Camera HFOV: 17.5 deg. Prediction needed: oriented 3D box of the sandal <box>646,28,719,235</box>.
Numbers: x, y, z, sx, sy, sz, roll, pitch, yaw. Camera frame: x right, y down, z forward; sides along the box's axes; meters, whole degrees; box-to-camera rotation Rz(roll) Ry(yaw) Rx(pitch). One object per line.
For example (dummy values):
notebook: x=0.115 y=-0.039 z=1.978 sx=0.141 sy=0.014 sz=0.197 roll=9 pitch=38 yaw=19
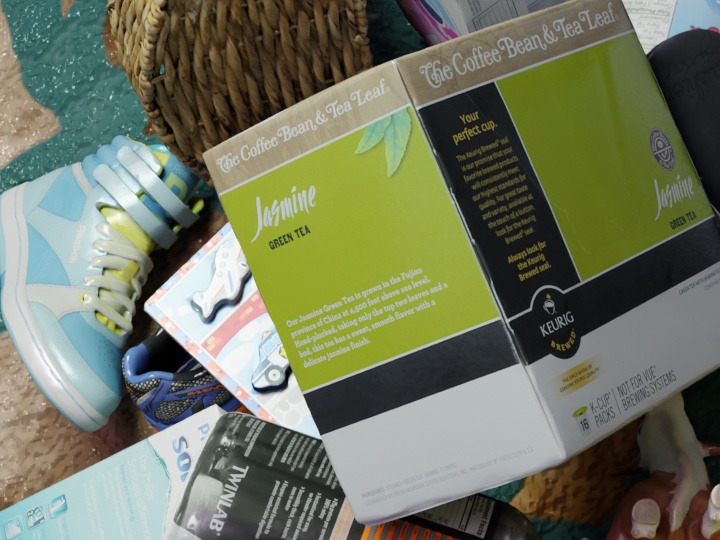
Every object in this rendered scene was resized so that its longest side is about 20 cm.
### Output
sandal: x=0.204 y=-0.029 z=1.186 sx=0.076 sy=0.043 sz=0.200 roll=-35 pitch=94 yaw=-8

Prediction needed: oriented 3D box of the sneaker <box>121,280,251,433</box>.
sneaker: x=-0.058 y=0.018 z=1.349 sx=0.200 sy=0.078 sz=0.075 roll=-48 pitch=55 yaw=1

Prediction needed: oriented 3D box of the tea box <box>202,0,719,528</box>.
tea box: x=0.064 y=-0.011 z=1.129 sx=0.133 sy=0.200 sz=0.197 roll=-22 pitch=90 yaw=40

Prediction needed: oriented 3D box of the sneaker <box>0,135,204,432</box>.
sneaker: x=-0.146 y=-0.006 z=1.396 sx=0.130 sy=0.080 sz=0.200 roll=-31 pitch=47 yaw=12

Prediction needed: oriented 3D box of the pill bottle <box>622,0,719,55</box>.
pill bottle: x=0.168 y=-0.108 z=1.268 sx=0.108 sy=0.109 sz=0.201 roll=5 pitch=71 yaw=30

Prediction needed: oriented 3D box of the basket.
basket: x=-0.080 y=-0.165 z=1.360 sx=0.142 sy=0.200 sz=0.149 roll=-19 pitch=58 yaw=-5

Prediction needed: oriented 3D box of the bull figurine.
bull figurine: x=0.144 y=0.152 z=1.165 sx=0.065 sy=0.121 sz=0.201 roll=14 pitch=81 yaw=6

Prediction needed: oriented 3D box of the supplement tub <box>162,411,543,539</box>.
supplement tub: x=0.004 y=0.156 z=1.164 sx=0.199 sy=0.123 sz=0.123 roll=19 pitch=76 yaw=5

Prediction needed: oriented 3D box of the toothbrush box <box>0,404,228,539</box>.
toothbrush box: x=-0.127 y=0.188 z=1.303 sx=0.200 sy=0.085 sz=0.147 roll=-28 pitch=57 yaw=14

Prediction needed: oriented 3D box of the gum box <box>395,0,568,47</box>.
gum box: x=0.060 y=-0.172 z=1.305 sx=0.066 sy=0.200 sz=0.114 roll=-36 pitch=58 yaw=-5

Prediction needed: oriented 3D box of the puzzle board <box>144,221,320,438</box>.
puzzle board: x=0.000 y=0.000 z=1.310 sx=0.151 sy=0.017 sz=0.200 roll=42 pitch=78 yaw=16
